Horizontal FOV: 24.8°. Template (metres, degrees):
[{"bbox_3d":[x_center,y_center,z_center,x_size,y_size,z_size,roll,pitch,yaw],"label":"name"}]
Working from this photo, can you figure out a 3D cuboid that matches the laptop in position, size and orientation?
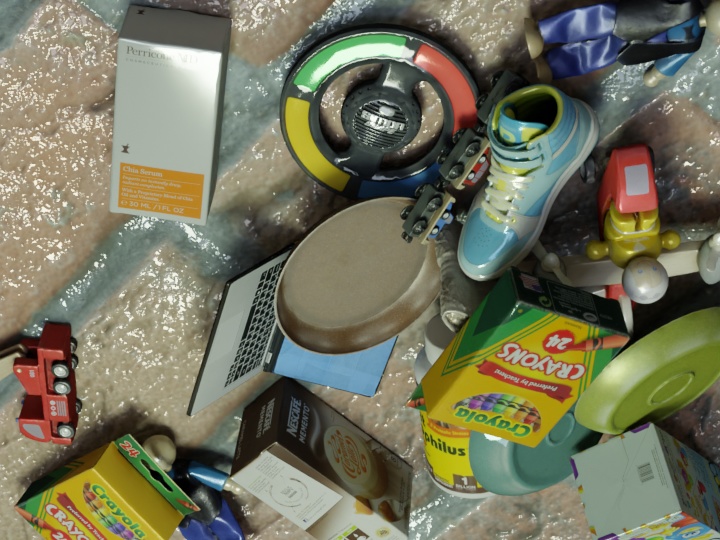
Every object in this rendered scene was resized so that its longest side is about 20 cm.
[{"bbox_3d":[-0.060,0.075,1.720,0.116,0.200,0.188,35,128,20],"label":"laptop"}]

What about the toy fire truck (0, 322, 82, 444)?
[{"bbox_3d":[-0.385,0.105,1.804,0.141,0.049,0.200,4,128,2],"label":"toy fire truck"}]

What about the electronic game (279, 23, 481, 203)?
[{"bbox_3d":[0.020,-0.149,1.588,0.199,0.042,0.200,2,126,3],"label":"electronic game"}]

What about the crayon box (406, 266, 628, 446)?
[{"bbox_3d":[0.147,0.096,1.560,0.127,0.051,0.200,17,129,-23],"label":"crayon box"}]

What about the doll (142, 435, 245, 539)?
[{"bbox_3d":[-0.191,0.268,1.901,0.136,0.049,0.200,-17,118,28],"label":"doll"}]

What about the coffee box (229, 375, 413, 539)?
[{"bbox_3d":[-0.040,0.227,1.828,0.200,0.114,0.080,38,121,-22],"label":"coffee box"}]

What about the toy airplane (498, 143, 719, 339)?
[{"bbox_3d":[0.264,-0.007,1.606,0.199,0.141,0.200,34,114,-27],"label":"toy airplane"}]

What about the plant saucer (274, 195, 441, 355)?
[{"bbox_3d":[0.000,0.000,1.654,0.200,0.032,0.200,-17,135,-18],"label":"plant saucer"}]

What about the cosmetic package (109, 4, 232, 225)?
[{"bbox_3d":[-0.185,-0.148,1.586,0.101,0.071,0.200,8,126,-1],"label":"cosmetic package"}]

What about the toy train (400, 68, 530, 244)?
[{"bbox_3d":[0.101,-0.106,1.578,0.046,0.034,0.200,12,120,-45],"label":"toy train"}]

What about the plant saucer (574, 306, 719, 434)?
[{"bbox_3d":[0.315,0.112,1.696,0.200,0.031,0.200,-24,152,-13],"label":"plant saucer"}]

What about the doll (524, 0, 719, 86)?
[{"bbox_3d":[0.258,-0.219,1.514,0.200,0.049,0.137,-12,135,12],"label":"doll"}]

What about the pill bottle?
[{"bbox_3d":[0.116,0.140,1.754,0.109,0.109,0.200,-4,126,7],"label":"pill bottle"}]

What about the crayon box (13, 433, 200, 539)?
[{"bbox_3d":[-0.292,0.272,1.876,0.200,0.051,0.127,-30,108,40],"label":"crayon box"}]

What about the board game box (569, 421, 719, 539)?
[{"bbox_3d":[0.324,0.253,1.777,0.103,0.105,0.200,-26,148,22],"label":"board game box"}]

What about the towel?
[{"bbox_3d":[0.150,0.035,1.639,0.200,0.133,0.034,29,128,-30],"label":"towel"}]

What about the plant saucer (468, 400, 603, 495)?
[{"bbox_3d":[0.202,0.160,1.735,0.200,0.036,0.200,-21,127,-30],"label":"plant saucer"}]

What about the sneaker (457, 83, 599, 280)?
[{"bbox_3d":[0.137,-0.090,1.531,0.079,0.131,0.200,31,92,27],"label":"sneaker"}]
